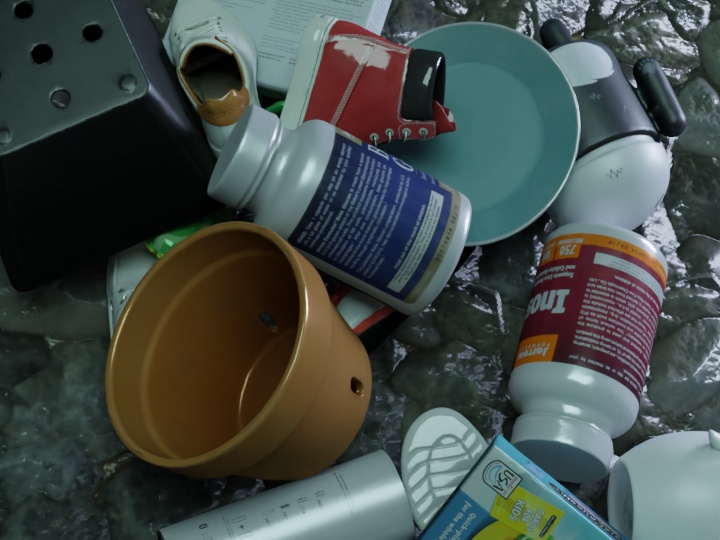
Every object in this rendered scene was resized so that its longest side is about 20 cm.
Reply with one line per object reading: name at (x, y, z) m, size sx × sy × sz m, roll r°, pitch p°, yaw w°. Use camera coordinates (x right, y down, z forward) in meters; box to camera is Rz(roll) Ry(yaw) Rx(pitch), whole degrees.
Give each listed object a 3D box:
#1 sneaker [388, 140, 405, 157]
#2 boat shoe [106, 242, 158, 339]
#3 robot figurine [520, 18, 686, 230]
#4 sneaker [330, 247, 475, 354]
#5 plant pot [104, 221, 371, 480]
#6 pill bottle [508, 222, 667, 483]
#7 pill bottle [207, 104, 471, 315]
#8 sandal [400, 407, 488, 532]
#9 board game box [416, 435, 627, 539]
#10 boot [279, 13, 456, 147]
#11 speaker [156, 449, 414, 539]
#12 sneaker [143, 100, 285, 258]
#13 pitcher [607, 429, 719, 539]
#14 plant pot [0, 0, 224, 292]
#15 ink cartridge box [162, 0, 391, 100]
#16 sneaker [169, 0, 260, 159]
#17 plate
sneaker at (-0.005, -0.167, 1.550) m, size 0.072 × 0.072 × 0.201 m, roll -25°, pitch 69°, yaw 3°
boat shoe at (-0.179, 0.042, 1.432) m, size 0.070 × 0.069 × 0.202 m, roll -8°, pitch 65°, yaw -5°
robot figurine at (0.197, -0.124, 1.517) m, size 0.124 × 0.150 × 0.201 m, roll -5°, pitch 61°, yaw -41°
sneaker at (0.000, 0.000, 1.472) m, size 0.108 × 0.067 × 0.201 m, roll 42°, pitch 65°, yaw 15°
plant pot at (-0.085, 0.081, 1.340) m, size 0.199 × 0.140 × 0.202 m, roll -17°, pitch 58°, yaw 29°
pill bottle at (0.189, 0.070, 1.430) m, size 0.112 × 0.113 × 0.202 m, roll 16°, pitch 64°, yaw 2°
pill bottle at (-0.019, -0.054, 1.370) m, size 0.199 × 0.111 × 0.112 m, roll 26°, pitch 64°, yaw -14°
sandal at (0.088, 0.214, 1.392) m, size 0.082 × 0.050 × 0.204 m, roll -22°, pitch 84°, yaw -11°
board game box at (0.139, 0.252, 1.320) m, size 0.199 × 0.047 × 0.151 m, roll 38°, pitch 100°, yaw 4°
boot at (0.001, -0.102, 1.438) m, size 0.143 × 0.072 × 0.202 m, roll 19°, pitch 106°, yaw 10°
speaker at (-0.058, 0.213, 1.360) m, size 0.198 × 0.081 × 0.082 m, roll -19°, pitch 68°, yaw -14°
sneaker at (-0.121, -0.084, 1.475) m, size 0.074 × 0.084 × 0.200 m, roll 35°, pitch 57°, yaw 9°
pitcher at (0.310, 0.171, 1.370) m, size 0.198 × 0.173 × 0.122 m, roll 0°, pitch 29°, yaw -7°
plant pot at (-0.240, -0.132, 1.368) m, size 0.198 × 0.178 × 0.201 m, roll -23°, pitch 71°, yaw -6°
ink cartridge box at (-0.066, -0.257, 1.535) m, size 0.195 × 0.043 × 0.202 m, roll 16°, pitch 81°, yaw 24°
sneaker at (-0.126, -0.188, 1.449) m, size 0.072 × 0.085 × 0.201 m, roll -22°, pitch 48°, yaw -2°
plate at (0.093, -0.117, 1.467) m, size 0.198 × 0.026 × 0.202 m, roll -3°, pitch 78°, yaw 13°
